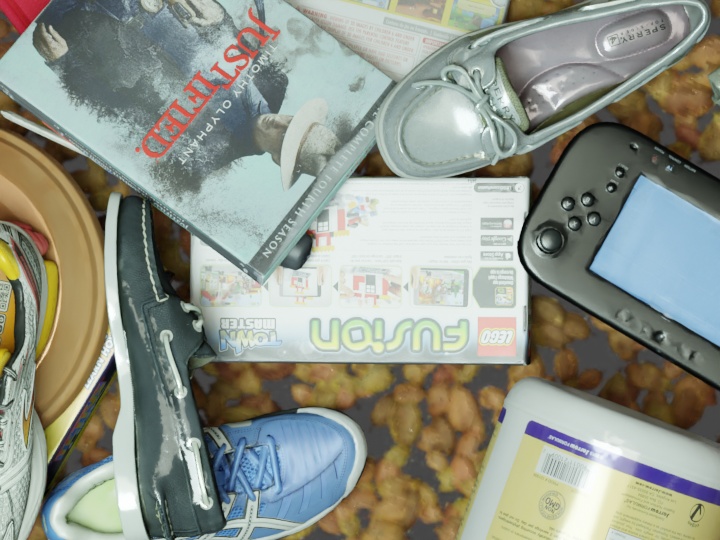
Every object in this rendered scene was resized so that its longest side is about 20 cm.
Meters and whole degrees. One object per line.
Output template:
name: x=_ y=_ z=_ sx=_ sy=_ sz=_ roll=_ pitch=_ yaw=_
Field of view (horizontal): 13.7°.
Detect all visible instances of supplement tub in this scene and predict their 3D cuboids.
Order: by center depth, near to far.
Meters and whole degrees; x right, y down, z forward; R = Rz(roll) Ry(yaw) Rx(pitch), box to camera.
supplement tub: x=0.120 y=0.174 z=1.673 sx=0.145 sy=0.145 sz=0.201 roll=20 pitch=91 yaw=7

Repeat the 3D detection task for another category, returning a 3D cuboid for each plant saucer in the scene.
plant saucer: x=-0.243 y=0.011 z=1.718 sx=0.199 sy=0.037 sz=0.202 roll=0 pitch=88 yaw=8

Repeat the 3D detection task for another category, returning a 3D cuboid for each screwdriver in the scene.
screwdriver: x=-0.120 y=-0.047 z=1.727 sx=0.199 sy=0.028 sz=0.029 roll=21 pitch=63 yaw=4

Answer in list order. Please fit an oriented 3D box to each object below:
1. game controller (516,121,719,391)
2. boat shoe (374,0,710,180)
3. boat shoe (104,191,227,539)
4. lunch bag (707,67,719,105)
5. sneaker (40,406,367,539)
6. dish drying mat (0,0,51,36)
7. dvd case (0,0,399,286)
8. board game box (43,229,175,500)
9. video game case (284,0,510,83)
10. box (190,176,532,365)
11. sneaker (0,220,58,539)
game controller: x=0.191 y=0.000 z=1.710 sx=0.199 sy=0.042 sz=0.105 roll=30 pitch=94 yaw=-3
boat shoe: x=0.103 y=-0.111 z=1.704 sx=0.201 sy=0.065 sz=0.075 roll=-21 pitch=95 yaw=-7
boat shoe: x=-0.110 y=0.053 z=1.681 sx=0.060 sy=0.076 sz=0.201 roll=-6 pitch=83 yaw=2
lunch bag: x=0.321 y=-0.090 z=1.670 sx=0.164 sy=0.118 sz=0.200 roll=-45 pitch=80 yaw=3
sneaker: x=-0.091 y=0.130 z=1.733 sx=0.199 sy=0.077 sz=0.076 roll=-18 pitch=85 yaw=4
dish drying mat: x=-0.163 y=-0.150 z=1.762 sx=0.077 sy=0.018 sz=0.200 roll=-40 pitch=78 yaw=8
dvd case: x=-0.092 y=-0.105 z=1.721 sx=0.200 sy=0.022 sz=0.146 roll=37 pitch=73 yaw=6
board game box: x=-0.230 y=0.044 z=1.761 sx=0.165 sy=0.057 sz=0.201 roll=30 pitch=92 yaw=5
video game case: x=-0.009 y=-0.177 z=1.758 sx=0.199 sy=0.023 sz=0.183 roll=15 pitch=91 yaw=8
box: x=0.000 y=0.000 z=1.746 sx=0.198 sy=0.035 sz=0.111 roll=1 pitch=89 yaw=7
sneaker: x=-0.216 y=0.071 z=1.653 sx=0.077 sy=0.082 sz=0.202 roll=2 pitch=89 yaw=7
